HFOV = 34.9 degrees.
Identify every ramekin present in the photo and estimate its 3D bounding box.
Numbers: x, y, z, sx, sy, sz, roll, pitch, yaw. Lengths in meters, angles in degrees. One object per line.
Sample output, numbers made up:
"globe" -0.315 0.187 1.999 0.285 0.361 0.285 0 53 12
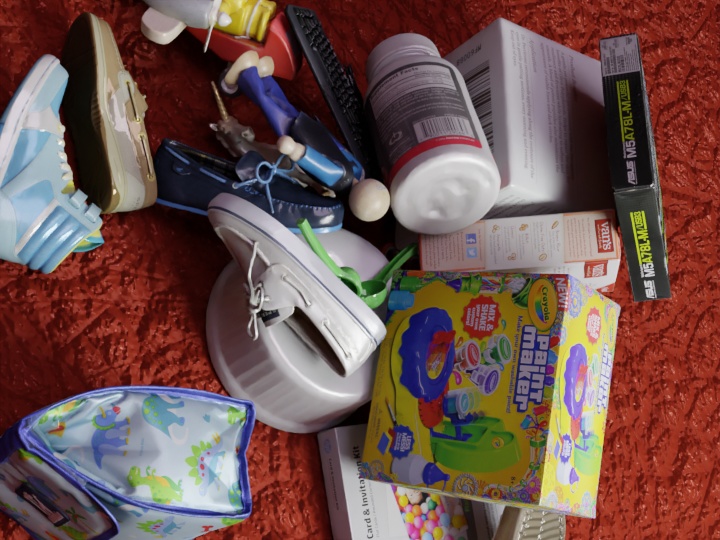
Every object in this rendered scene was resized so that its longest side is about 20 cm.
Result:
"ramekin" -0.044 0.053 1.135 0.199 0.097 0.203 12 67 -29

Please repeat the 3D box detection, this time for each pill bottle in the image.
"pill bottle" 0.063 -0.143 1.147 0.110 0.111 0.201 12 44 -29

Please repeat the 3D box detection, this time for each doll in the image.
"doll" -0.048 -0.122 1.092 0.200 0.048 0.136 48 15 10

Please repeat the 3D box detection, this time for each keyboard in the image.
"keyboard" -0.013 -0.182 1.197 0.202 0.020 0.127 66 17 3

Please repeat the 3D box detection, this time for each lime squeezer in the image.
"lime squeezer" 0.000 0.000 1.076 0.199 0.038 0.071 10 103 -56

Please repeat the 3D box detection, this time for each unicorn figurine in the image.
"unicorn figurine" -0.069 -0.107 1.185 0.137 0.074 0.199 42 17 28

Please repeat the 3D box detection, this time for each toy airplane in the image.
"toy airplane" -0.155 -0.291 1.163 0.198 0.141 0.201 4 52 -43

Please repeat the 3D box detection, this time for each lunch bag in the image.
"lunch bag" -0.208 0.164 0.943 0.198 0.170 0.129 15 61 -28

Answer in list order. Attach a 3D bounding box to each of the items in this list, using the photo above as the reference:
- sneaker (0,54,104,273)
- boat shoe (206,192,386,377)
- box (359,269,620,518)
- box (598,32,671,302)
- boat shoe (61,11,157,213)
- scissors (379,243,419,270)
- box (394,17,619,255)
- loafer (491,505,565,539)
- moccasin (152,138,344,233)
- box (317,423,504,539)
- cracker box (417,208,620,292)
"sneaker" -0.281 -0.088 1.049 0.130 0.079 0.202 26 70 -20
"boat shoe" -0.074 0.024 1.030 0.202 0.074 0.086 44 68 -13
"box" 0.123 0.112 1.069 0.122 0.191 0.202 25 70 -52
"box" 0.281 -0.103 1.171 0.194 0.047 0.202 64 24 -53
"boat shoe" -0.241 -0.150 1.107 0.066 0.074 0.202 0 75 -44
"scissors" 0.058 0.068 1.249 0.073 0.014 0.202 4 73 -40
"box" 0.156 -0.127 1.262 0.170 0.199 0.201 14 65 -33
"loafer" 0.148 0.298 1.140 0.075 0.068 0.202 0 107 -35
"moccasin" -0.111 -0.082 1.097 0.198 0.080 0.069 11 104 6
"box" 0.059 0.230 1.170 0.198 0.041 0.158 -1 75 -32
"cracker box" 0.165 -0.011 1.185 0.197 0.134 0.058 -5 75 9
